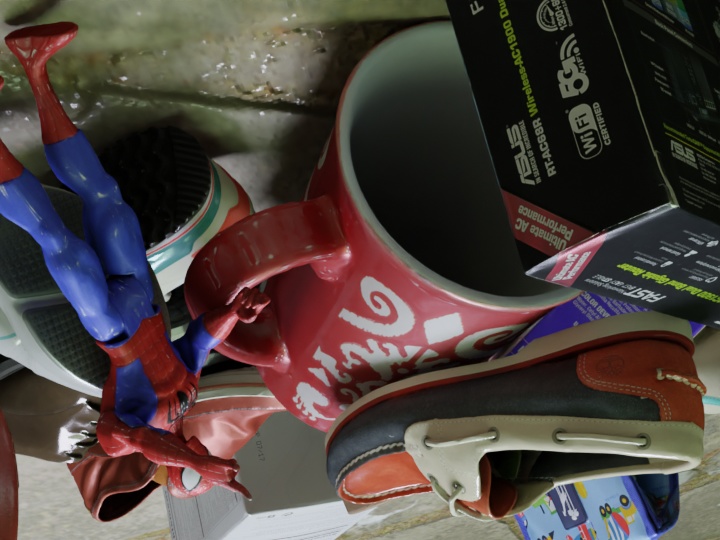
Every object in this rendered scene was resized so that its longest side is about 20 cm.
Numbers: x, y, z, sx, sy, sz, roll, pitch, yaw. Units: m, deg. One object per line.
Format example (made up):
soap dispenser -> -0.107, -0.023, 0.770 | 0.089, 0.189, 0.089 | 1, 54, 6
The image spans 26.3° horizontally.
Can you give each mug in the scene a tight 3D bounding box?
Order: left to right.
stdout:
mug -> 0.003, -0.010, 0.715 | 0.176, 0.135, 0.200 | 11, 153, -14

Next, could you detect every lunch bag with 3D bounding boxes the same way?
lunch bag -> 0.155, 0.121, 1.074 | 0.093, 0.202, 0.151 | -5, 158, -28

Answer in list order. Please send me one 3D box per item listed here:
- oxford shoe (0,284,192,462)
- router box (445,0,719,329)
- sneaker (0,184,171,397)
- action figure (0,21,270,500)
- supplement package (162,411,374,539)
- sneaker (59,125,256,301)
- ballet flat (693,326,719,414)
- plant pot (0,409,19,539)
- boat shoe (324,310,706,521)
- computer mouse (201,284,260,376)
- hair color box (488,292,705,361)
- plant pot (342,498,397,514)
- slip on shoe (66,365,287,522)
oxford shoe -> -0.148, 0.054, 0.814 | 0.199, 0.085, 0.073 | -17, -155, 29
router box -> 0.115, -0.064, 0.606 | 0.062, 0.151, 0.199 | -25, 158, 30
sneaker -> -0.164, -0.009, 0.632 | 0.200, 0.071, 0.080 | 37, 147, -29
action figure -> -0.078, 0.009, 0.586 | 0.098, 0.201, 0.065 | 7, -143, 37
supplement package -> -0.067, 0.137, 1.088 | 0.108, 0.115, 0.200 | -5, 160, -23
sneaker -> -0.137, 0.004, 0.731 | 0.198, 0.071, 0.093 | -25, 154, 17
ballet flat -> 0.206, 0.018, 0.797 | 0.069, 0.070, 0.200 | -28, -172, 34
plant pot -> -0.276, 0.117, 0.712 | 0.194, 0.203, 0.200 | 9, 151, -36
boat shoe -> 0.062, 0.077, 0.676 | 0.199, 0.063, 0.071 | -22, 150, 35
computer mouse -> -0.054, 0.026, 0.894 | 0.198, 0.053, 0.138 | -12, 171, -32
hair color box -> 0.152, -0.007, 0.758 | 0.200, 0.065, 0.109 | -48, 179, 6
plant pot -> 0.069, 0.069, 0.930 | 0.199, 0.094, 0.201 | -21, 172, -3
slip on shoe -> -0.094, 0.096, 0.878 | 0.199, 0.062, 0.074 | -25, 167, 35
